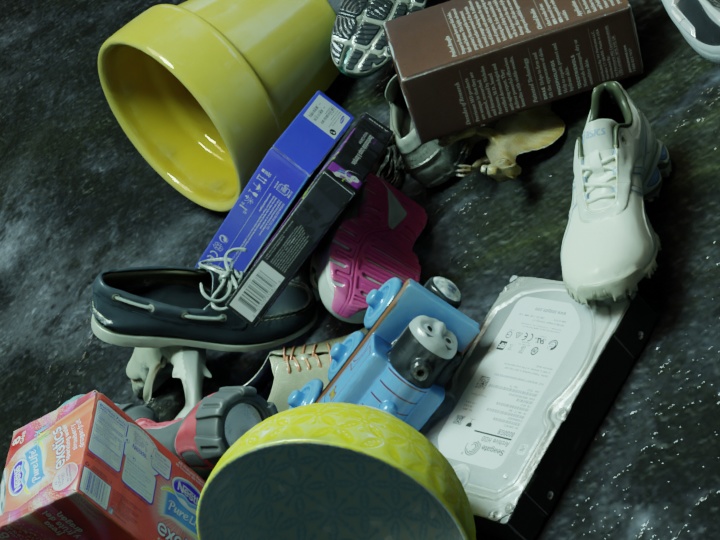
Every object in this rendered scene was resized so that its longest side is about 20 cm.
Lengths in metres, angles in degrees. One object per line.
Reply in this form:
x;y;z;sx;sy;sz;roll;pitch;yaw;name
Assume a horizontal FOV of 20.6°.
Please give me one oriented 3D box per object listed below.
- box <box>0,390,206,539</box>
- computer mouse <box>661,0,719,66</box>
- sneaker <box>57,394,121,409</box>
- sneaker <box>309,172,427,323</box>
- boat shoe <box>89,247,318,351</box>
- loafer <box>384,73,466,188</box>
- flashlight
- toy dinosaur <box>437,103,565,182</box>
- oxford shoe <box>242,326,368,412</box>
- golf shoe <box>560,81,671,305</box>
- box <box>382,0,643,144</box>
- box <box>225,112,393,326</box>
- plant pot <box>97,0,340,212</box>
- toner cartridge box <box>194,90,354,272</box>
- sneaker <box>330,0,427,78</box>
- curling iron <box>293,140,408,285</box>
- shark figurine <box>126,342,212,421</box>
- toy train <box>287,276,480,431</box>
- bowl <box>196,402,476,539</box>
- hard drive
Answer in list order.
-0.179;0.199;1.527;0.094;0.200;0.103;-25;38;28;box
0.266;-0.205;1.573;0.044;0.109;0.200;-63;35;22;computer mouse
-0.231;0.156;1.751;0.082;0.074;0.200;-53;34;-6;sneaker
0.000;0.000;1.641;0.088;0.081;0.200;-53;4;25;sneaker
-0.132;0.023;1.693;0.198;0.062;0.075;2;41;-10;boat shoe
0.058;-0.160;1.768;0.070;0.070;0.201;-30;36;23;loafer
-0.146;0.129;1.594;0.199;0.067;0.069;-6;84;52;flashlight
0.130;-0.126;1.682;0.100;0.059;0.201;3;42;29;toy dinosaur
-0.034;0.088;1.600;0.199;0.074;0.071;-37;31;12;oxford shoe
0.178;-0.060;1.469;0.078;0.098;0.201;-12;35;22;golf shoe
0.127;-0.186;1.652;0.198;0.075;0.100;-16;37;2;box
-0.040;-0.046;1.641;0.143;0.036;0.200;-53;2;20;box
-0.120;-0.192;1.907;0.189;0.202;0.200;-43;29;-25;plant pot
-0.081;-0.061;1.743;0.095;0.043;0.200;-53;0;-45;toner cartridge box
0.034;-0.255;1.901;0.077;0.080;0.201;23;59;12;sneaker
-0.017;-0.041;1.764;0.200;0.026;0.049;-52;30;-8;curling iron
-0.142;0.082;1.733;0.214;0.089;0.129;-144;63;-65;shark figurine
0.011;0.096;1.497;0.200;0.086;0.114;-52;16;19;toy train
-0.007;0.160;1.395;0.199;0.201;0.108;-24;27;30;bowl
0.117;0.097;1.456;0.139;0.038;0.201;9;62;52;hard drive
